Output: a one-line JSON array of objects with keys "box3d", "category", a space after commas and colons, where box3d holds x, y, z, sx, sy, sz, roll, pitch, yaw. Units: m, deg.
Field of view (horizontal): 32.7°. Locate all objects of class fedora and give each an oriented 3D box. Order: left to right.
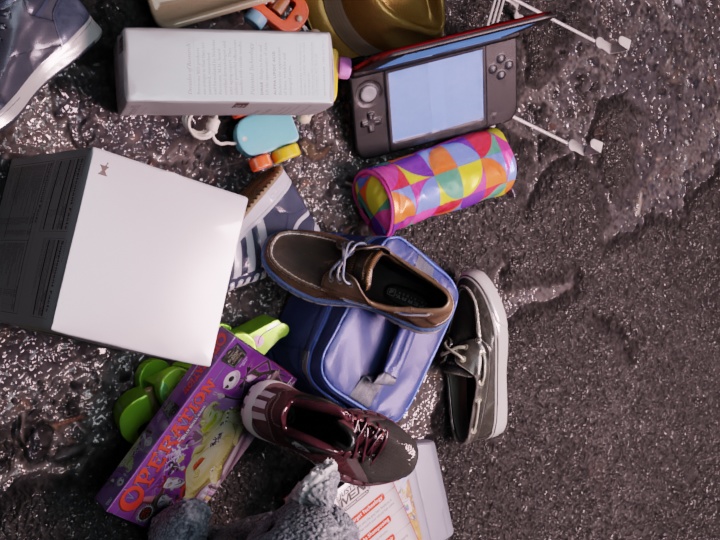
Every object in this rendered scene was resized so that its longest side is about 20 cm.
[{"box3d": [0.032, -0.298, 1.328, 0.199, 0.081, 0.203, -2, 93, -35], "category": "fedora"}]

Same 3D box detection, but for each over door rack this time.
[{"box3d": [0.205, -0.233, 1.453, 0.198, 0.067, 0.149, 19, 80, -13], "category": "over door rack"}]

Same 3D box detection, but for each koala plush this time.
[{"box3d": [-0.069, 0.272, 1.131, 0.182, 0.200, 0.179, 12, 50, -38], "category": "koala plush"}]

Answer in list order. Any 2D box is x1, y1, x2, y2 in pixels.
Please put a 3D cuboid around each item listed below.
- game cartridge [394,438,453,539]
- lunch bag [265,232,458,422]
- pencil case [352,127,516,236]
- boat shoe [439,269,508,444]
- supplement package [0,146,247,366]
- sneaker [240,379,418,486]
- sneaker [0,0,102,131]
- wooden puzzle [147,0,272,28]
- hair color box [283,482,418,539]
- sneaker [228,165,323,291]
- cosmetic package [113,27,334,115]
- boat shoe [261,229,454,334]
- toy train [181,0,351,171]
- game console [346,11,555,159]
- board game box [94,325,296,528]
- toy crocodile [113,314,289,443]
[{"box3d": [0.013, 0.269, 1.364, 0.199, 0.041, 0.135, -21, 107, -33], "category": "game cartridge"}, {"box3d": [0.003, 0.064, 1.290, 0.135, 0.132, 0.202, 35, 72, -31], "category": "lunch bag"}, {"box3d": [0.086, -0.098, 1.374, 0.198, 0.088, 0.089, -19, 102, -33], "category": "pencil case"}, {"box3d": [0.128, 0.102, 1.418, 0.063, 0.070, 0.203, -12, 100, -35], "category": "boat shoe"}, {"box3d": [-0.224, -0.010, 1.083, 0.151, 0.199, 0.152, 17, 82, -34], "category": "supplement package"}, {"box3d": [-0.011, 0.166, 1.173, 0.198, 0.115, 0.076, 21, 82, -25], "category": "sneaker"}, {"box3d": [-0.333, -0.208, 1.066, 0.203, 0.076, 0.147, -55, 131, -32], "category": "sneaker"}, {"box3d": [-0.146, -0.352, 1.206, 0.183, 0.037, 0.202, -20, 94, -20], "category": "wooden puzzle"}, {"box3d": [0.008, 0.301, 1.303, 0.101, 0.061, 0.202, -33, 111, -30], "category": "hair color box"}, {"box3d": [-0.113, -0.002, 1.243, 0.109, 0.070, 0.200, 52, 61, -23], "category": "sneaker"}, {"box3d": [-0.132, -0.187, 1.171, 0.198, 0.102, 0.075, -4, 91, -15], "category": "cosmetic package"}, {"box3d": [0.000, 0.000, 1.194, 0.198, 0.072, 0.073, 17, 73, -2], "category": "boat shoe"}, {"box3d": [-0.097, -0.202, 1.262, 0.149, 0.056, 0.201, 30, 80, -13], "category": "toy train"}, {"box3d": [0.095, -0.192, 1.293, 0.198, 0.119, 0.174, -15, 126, -13], "category": "game console"}, {"box3d": [-0.156, 0.160, 1.187, 0.201, 0.032, 0.120, -54, 138, -3], "category": "board game box"}, {"box3d": [-0.157, 0.102, 1.217, 0.199, 0.067, 0.062, -30, 112, -29], "category": "toy crocodile"}]
